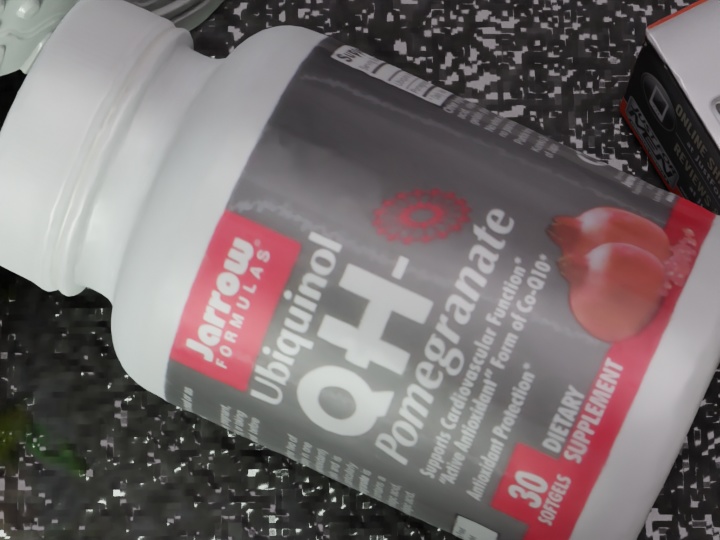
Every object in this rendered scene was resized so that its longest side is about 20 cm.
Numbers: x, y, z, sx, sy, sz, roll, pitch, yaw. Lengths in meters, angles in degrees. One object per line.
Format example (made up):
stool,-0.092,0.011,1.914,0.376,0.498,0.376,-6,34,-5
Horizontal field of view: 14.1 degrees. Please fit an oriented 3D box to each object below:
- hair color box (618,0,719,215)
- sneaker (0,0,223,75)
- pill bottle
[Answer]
hair color box,0.188,-0.062,0.862,0.199,0.061,0.102,-26,74,-12
sneaker,-0.112,-0.102,0.817,0.076,0.200,0.081,-47,71,30
pill bottle,0.000,0.000,0.805,0.199,0.111,0.111,24,72,6
